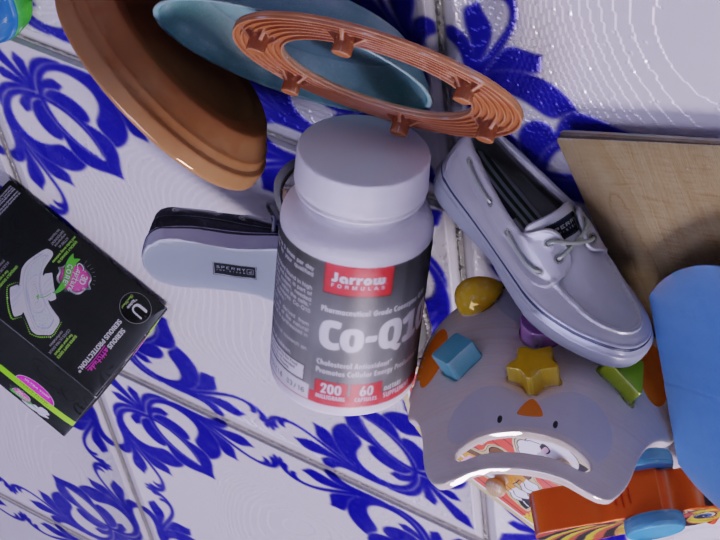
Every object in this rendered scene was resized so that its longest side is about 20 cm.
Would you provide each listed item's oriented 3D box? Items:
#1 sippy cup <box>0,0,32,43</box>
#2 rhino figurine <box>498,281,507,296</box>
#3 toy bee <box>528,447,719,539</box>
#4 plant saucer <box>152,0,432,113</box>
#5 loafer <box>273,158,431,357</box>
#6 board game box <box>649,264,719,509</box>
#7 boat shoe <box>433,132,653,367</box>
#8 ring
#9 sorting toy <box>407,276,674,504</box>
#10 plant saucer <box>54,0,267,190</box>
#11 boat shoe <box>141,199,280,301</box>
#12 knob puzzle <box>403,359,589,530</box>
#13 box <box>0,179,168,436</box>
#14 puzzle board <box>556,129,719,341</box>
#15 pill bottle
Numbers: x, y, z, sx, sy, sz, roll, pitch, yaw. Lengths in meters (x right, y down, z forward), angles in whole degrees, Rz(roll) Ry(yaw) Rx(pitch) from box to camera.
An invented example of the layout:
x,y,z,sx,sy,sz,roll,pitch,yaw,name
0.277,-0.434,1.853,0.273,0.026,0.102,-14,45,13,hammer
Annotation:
x,y,z,sx,sy,sz,roll,pitch,yaw,name
-0.357,-0.206,1.457,0.139,0.130,0.178,26,149,18,sippy cup
0.134,0.050,1.375,0.087,0.060,0.200,21,145,19,rhino figurine
0.239,0.187,1.412,0.199,0.132,0.109,6,164,26,toy bee
-0.041,-0.158,1.228,0.199,0.036,0.200,18,172,3,plant saucer
0.000,0.000,1.421,0.200,0.072,0.063,56,168,-26,loafer
0.272,0.083,1.209,0.158,0.039,0.201,15,124,53,board game box
0.128,-0.018,1.246,0.200,0.073,0.067,43,144,15,boat shoe
0.009,-0.121,1.179,0.200,0.019,0.200,17,172,2,ring
0.122,0.098,1.258,0.199,0.180,0.107,4,124,10,sorting toy
-0.134,-0.145,1.296,0.037,0.200,0.200,-40,106,17,plant saucer
-0.079,-0.015,1.496,0.198,0.068,0.074,5,133,5,boat shoe
0.110,0.150,1.569,0.219,0.030,0.220,27,149,18,knob puzzle
-0.316,0.040,1.768,0.200,0.124,0.149,40,151,-3,box
0.231,-0.017,1.223,0.150,0.017,0.200,7,139,40,puzzle board
-0.006,-0.003,1.321,0.114,0.114,0.201,23,129,22,pill bottle
